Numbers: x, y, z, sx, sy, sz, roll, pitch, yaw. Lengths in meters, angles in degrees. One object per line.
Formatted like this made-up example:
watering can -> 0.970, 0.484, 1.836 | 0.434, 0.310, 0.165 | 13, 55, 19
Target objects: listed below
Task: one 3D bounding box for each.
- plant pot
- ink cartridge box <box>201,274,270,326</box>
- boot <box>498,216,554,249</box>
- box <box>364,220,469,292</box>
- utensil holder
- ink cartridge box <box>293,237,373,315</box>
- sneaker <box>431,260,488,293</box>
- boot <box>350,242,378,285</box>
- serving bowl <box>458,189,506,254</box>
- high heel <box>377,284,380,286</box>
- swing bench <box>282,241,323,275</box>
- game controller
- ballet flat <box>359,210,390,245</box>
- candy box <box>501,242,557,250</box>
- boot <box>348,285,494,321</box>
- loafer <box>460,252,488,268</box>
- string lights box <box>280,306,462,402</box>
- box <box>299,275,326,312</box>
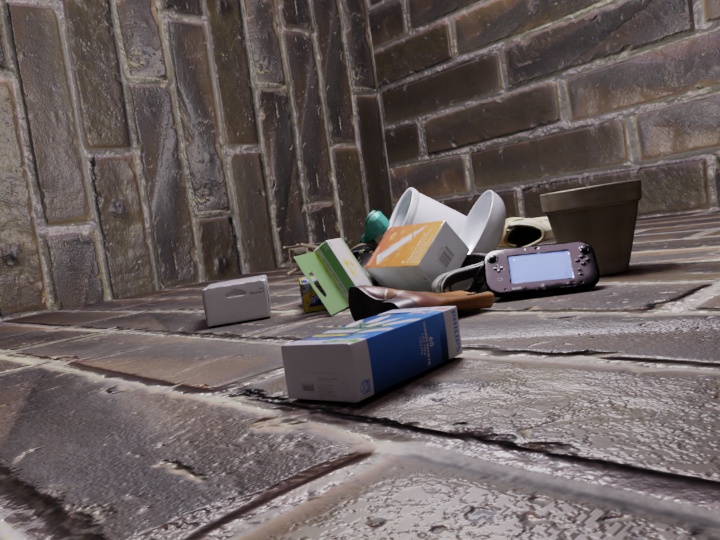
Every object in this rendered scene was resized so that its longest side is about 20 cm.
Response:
plant pot -> 0.474, -0.083, 1.309 | 0.195, 0.178, 0.200 | -9, 5, 1
ink cartridge box -> -0.279, 0.066, 1.477 | 0.143, 0.086, 0.200 | -9, 4, -7
boot -> 0.369, -0.086, 1.554 | 0.197, 0.074, 0.154 | -6, 7, 35
box -> 0.121, -0.025, 1.418 | 0.198, 0.097, 0.126 | -3, 49, 56
utensil holder -> 0.183, -0.096, 1.685 | 0.197, 0.173, 0.170 | 24, -2, -11
ink cartridge box -> -0.049, 0.008, 1.372 | 0.048, 0.147, 0.200 | -36, -6, 18
sneaker -> 0.229, 0.009, 1.261 | 0.196, 0.077, 0.115 | -12, 7, -16
boot -> 0.000, 0.000, 1.589 | 0.198, 0.074, 0.150 | 8, 36, 46
serving bowl -> 0.289, -0.083, 1.524 | 0.065, 0.203, 0.200 | 24, 0, -7
high heel -> 0.076, 0.019, 1.631 | 0.140, 0.073, 0.200 | -22, 11, -16
swing bench -> -0.188, -0.055, 2.650 | 0.197, 0.133, 0.198 | -10, 4, -30
game controller -> 0.321, -0.001, 1.151 | 0.195, 0.043, 0.105 | -6, 41, 11
ballet flat -> 0.039, -0.088, 1.645 | 0.067, 0.070, 0.200 | -43, -8, -14
candy box -> 0.417, -0.029, 1.536 | 0.196, 0.058, 0.116 | -8, 3, 24
boot -> 0.096, 0.046, 1.089 | 0.197, 0.070, 0.187 | -10, 4, -33
loafer -> 0.247, -0.004, 1.412 | 0.070, 0.075, 0.198 | -12, 6, -37
string lights box -> 0.019, 0.088, 0.715 | 0.101, 0.060, 0.198 | -7, 4, 40
box -> -0.103, 0.050, 1.480 | 0.068, 0.066, 0.200 | -9, 3, -6
